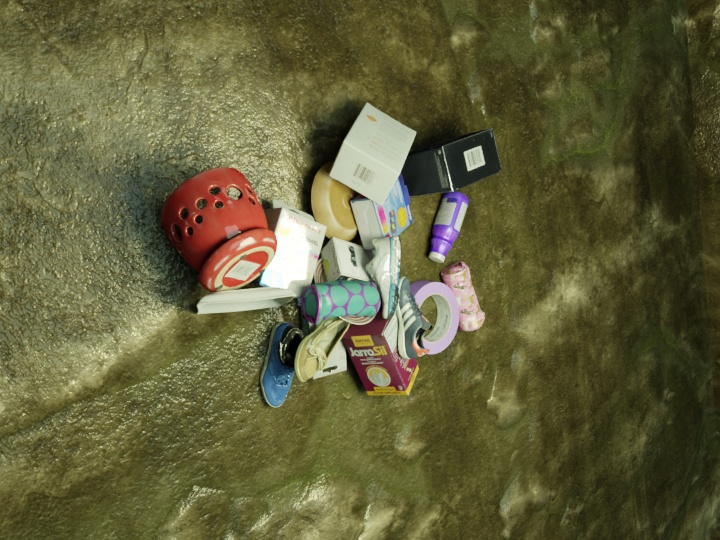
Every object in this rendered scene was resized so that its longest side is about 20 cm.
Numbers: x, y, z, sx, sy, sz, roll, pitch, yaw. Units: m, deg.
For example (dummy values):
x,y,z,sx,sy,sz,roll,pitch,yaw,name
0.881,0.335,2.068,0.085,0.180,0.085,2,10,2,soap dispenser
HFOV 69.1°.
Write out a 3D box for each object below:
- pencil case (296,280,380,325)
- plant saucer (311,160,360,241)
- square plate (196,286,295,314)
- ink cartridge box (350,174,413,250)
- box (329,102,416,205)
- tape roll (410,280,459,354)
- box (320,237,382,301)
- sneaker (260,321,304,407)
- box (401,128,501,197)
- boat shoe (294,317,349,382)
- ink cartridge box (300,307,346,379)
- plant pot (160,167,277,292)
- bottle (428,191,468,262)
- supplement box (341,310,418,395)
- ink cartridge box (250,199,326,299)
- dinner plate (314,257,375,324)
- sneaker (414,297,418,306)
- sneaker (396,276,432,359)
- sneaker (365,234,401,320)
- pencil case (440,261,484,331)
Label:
x,y,z,sx,sy,sz,roll,pitch,yaw,name
-0.044,0.072,1.197,0.196,0.084,0.095,-2,113,-44,pencil case
-0.041,-0.175,1.318,0.197,0.035,0.207,2,87,-49,plant saucer
-0.247,0.063,1.106,0.192,0.200,0.029,-4,81,-19,square plate
0.067,-0.162,1.368,0.200,0.075,0.140,-45,125,-48,ink cartridge box
0.033,-0.286,1.272,0.149,0.107,0.202,28,45,-4,box
0.194,0.134,1.510,0.195,0.065,0.207,-3,95,-35,tape roll
0.000,0.000,1.333,0.196,0.060,0.119,15,46,-38,box
-0.178,0.230,1.234,0.075,0.110,0.206,12,87,-33,sneaker
0.240,-0.292,1.434,0.197,0.196,0.127,-24,104,-30,box
-0.088,0.177,1.217,0.201,0.062,0.075,-52,127,-51,boat shoe
-0.093,0.160,1.325,0.107,0.050,0.207,-7,98,-34,ink cartridge box
-0.274,-0.075,1.060,0.198,0.202,0.184,-29,71,-29,plant pot
0.251,-0.126,1.520,0.064,0.083,0.205,26,78,-32,bottle
0.054,0.215,1.354,0.104,0.128,0.204,-54,128,-48,supplement box
-0.175,-0.052,1.210,0.126,0.124,0.206,20,83,-33,ink cartridge box
-0.039,0.051,1.315,0.197,0.024,0.204,29,38,-25,dinner plate
0.115,0.078,1.412,0.073,0.081,0.206,18,56,-59,sneaker
0.137,0.115,1.310,0.074,0.082,0.207,10,73,-61,sneaker
0.054,0.017,1.275,0.075,0.084,0.207,32,60,-76,sneaker
0.308,0.078,1.574,0.086,0.082,0.204,-32,109,-28,pencil case
